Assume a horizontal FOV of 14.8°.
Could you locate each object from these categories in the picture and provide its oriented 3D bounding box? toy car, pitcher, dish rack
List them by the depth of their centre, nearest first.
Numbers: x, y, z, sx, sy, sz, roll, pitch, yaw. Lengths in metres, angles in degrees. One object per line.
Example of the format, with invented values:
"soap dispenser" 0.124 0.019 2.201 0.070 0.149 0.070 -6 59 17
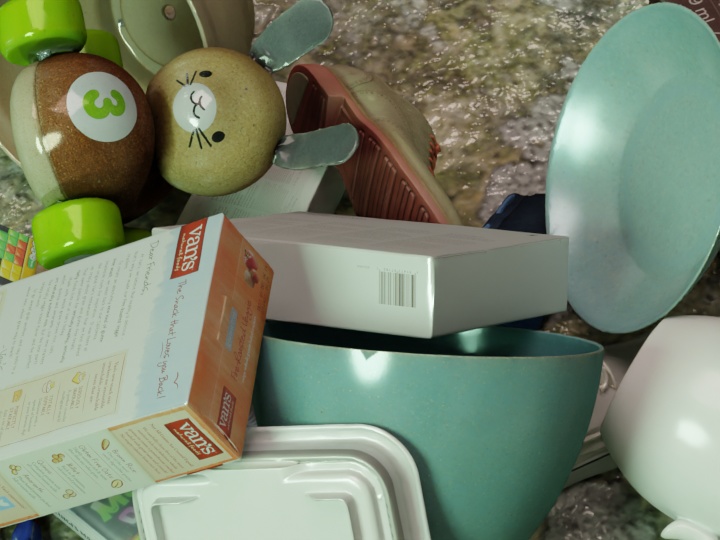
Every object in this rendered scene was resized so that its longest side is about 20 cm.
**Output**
"dish rack" -0.041 0.184 1.494 0.171 0.201 0.044 -3 17 25
"pitcher" 0.230 0.130 1.603 0.200 0.121 0.172 31 71 13
"toy car" -0.105 -0.094 1.713 0.199 0.158 0.165 -14 76 9

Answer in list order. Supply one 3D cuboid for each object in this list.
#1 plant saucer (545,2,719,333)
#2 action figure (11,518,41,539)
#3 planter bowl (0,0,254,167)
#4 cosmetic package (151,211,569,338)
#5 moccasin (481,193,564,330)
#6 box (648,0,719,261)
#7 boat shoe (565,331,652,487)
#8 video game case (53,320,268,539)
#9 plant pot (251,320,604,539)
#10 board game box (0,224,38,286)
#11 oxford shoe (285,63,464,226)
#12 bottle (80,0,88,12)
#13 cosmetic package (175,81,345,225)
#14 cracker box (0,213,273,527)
"plant saucer" 0.180 -0.059 1.671 0.039 0.201 0.201 8 42 -28
"action figure" -0.216 0.181 1.634 0.065 0.099 0.200 -10 52 0
"planter bowl" -0.154 -0.162 1.871 0.200 0.201 0.135 18 28 22
"cosmetic package" 0.000 0.000 1.633 0.200 0.052 0.151 6 11 35
"moccasin" 0.072 0.021 1.752 0.068 0.081 0.200 19 40 28
"box" 0.303 -0.108 1.758 0.199 0.164 0.166 -18 49 -8
"boat shoe" 0.129 0.081 1.687 0.200 0.066 0.072 -25 50 -13
"video game case" -0.093 0.096 1.669 0.182 0.023 0.200 34 62 31
"plant pot" 0.033 0.103 1.555 0.199 0.135 0.200 3 5 0
"board game box" -0.267 0.089 1.675 0.057 0.165 0.200 24 47 -19
"oxford shoe" 0.026 -0.072 1.766 0.075 0.071 0.200 -9 45 -29
"bottle" -0.249 -0.176 1.962 0.200 0.065 0.084 -25 50 -13
"cosmetic package" -0.067 -0.035 1.825 0.082 0.051 0.200 14 53 16
"cracker box" -0.150 0.060 1.519 0.200 0.058 0.134 -17 43 28
